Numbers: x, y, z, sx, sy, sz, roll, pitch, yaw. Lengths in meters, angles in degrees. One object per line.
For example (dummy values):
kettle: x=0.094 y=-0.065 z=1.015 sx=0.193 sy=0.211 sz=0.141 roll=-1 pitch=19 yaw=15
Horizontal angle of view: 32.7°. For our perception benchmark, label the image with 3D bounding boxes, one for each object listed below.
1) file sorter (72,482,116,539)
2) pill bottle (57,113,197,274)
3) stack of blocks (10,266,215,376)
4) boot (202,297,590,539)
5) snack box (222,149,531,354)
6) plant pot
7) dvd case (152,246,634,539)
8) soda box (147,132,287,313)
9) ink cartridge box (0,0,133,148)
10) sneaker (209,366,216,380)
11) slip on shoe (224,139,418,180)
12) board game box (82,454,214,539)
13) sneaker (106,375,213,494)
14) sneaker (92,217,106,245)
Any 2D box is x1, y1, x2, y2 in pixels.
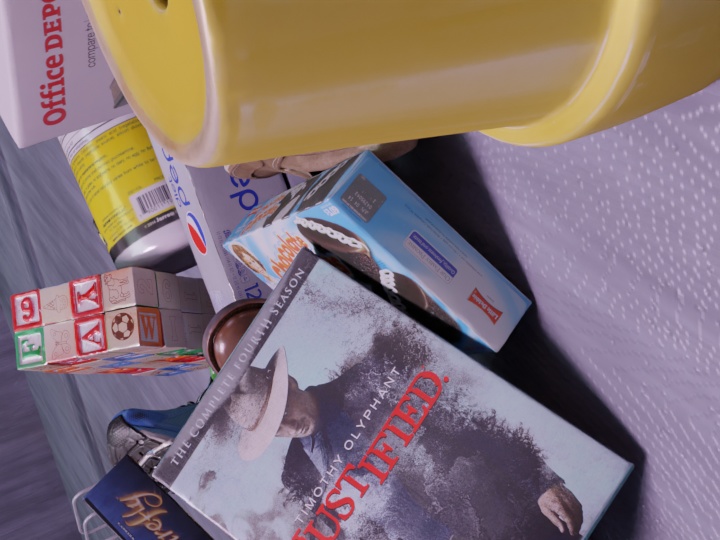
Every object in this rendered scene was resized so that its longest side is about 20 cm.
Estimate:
file sorter: x=-0.331 y=0.411 z=1.818 sx=0.200 sy=0.124 sz=0.139 roll=54 pitch=154 yaw=32
pill bottle: x=-0.174 y=-0.101 z=0.963 sx=0.201 sy=0.112 sz=0.112 roll=65 pitch=158 yaw=8
stack of blocks: x=-0.167 y=0.046 z=0.986 sx=0.200 sy=0.115 sz=0.059 roll=13 pitch=-113 yaw=-64
boot: x=0.021 y=0.098 z=0.671 sx=0.186 sy=0.064 sz=0.200 roll=32 pitch=-178 yaw=-36
snack box: x=0.000 y=0.000 z=0.687 sx=0.116 sy=0.037 sz=0.200 roll=42 pitch=162 yaw=-12
plant pot: x=0.008 y=-0.123 z=0.408 sx=0.201 sy=0.188 sz=0.201 roll=49 pitch=152 yaw=37
dvd case: x=0.011 y=0.100 z=0.608 sx=0.200 sy=0.146 sz=0.022 roll=34 pitch=179 yaw=20
soda box: x=-0.099 y=-0.070 z=0.875 sx=0.063 sy=0.068 sz=0.201 roll=-6 pitch=106 yaw=66
ink cartridge box: x=-0.092 y=-0.157 z=0.594 sx=0.084 sy=0.200 sz=0.146 roll=59 pitch=157 yaw=20
sneaker: x=-0.050 y=0.129 z=0.932 sx=0.200 sy=0.085 sz=0.078 roll=56 pitch=156 yaw=25
slip on shoe: x=-0.023 y=-0.073 z=0.697 sx=0.061 sy=0.076 sz=0.200 roll=63 pitch=152 yaw=-2
board game box: x=-0.053 y=0.195 z=0.654 sx=0.200 sy=0.035 sz=0.136 roll=39 pitch=164 yaw=26
sneaker: x=-0.122 y=0.124 z=0.980 sx=0.078 sy=0.200 sz=0.090 roll=-33 pitch=63 yaw=32
sneaker: x=-0.209 y=-0.047 z=1.134 sx=0.075 sy=0.084 sz=0.200 roll=60 pitch=157 yaw=20
